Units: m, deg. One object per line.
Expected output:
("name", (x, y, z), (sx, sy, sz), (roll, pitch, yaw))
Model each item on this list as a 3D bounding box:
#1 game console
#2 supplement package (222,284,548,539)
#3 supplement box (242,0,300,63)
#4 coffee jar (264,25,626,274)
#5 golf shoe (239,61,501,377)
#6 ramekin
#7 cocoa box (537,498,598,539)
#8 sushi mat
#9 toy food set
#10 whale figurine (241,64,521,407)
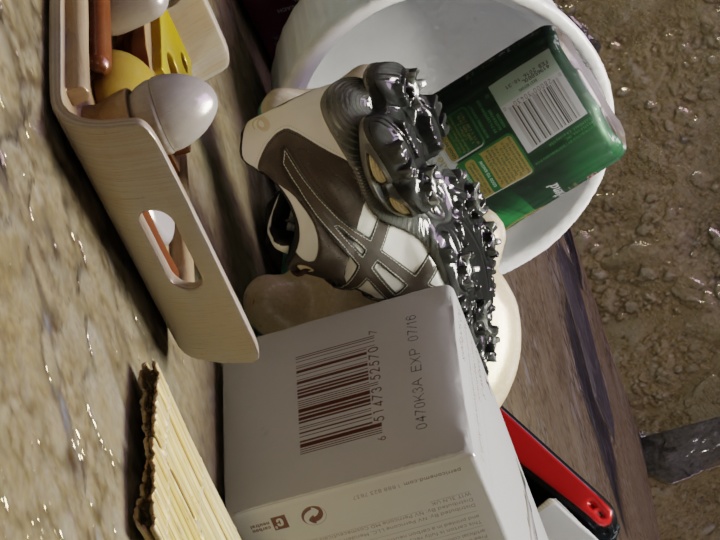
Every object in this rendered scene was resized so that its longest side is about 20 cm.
("game console", (0.085, 0.132, 1.467), (0.177, 0.031, 0.200), (37, -20, 23))
("supplement package", (0.021, 0.128, 1.167), (0.117, 0.117, 0.201), (-96, 168, -50))
("supplement box", (-0.016, -0.167, 1.554), (0.200, 0.085, 0.111), (63, 13, -50))
("coffee jar", (0.044, -0.049, 1.362), (0.086, 0.199, 0.104), (59, 10, -1))
("golf shoe", (0.009, -0.019, 1.175), (0.200, 0.094, 0.078), (64, 24, -44))
("ramekin", (0.040, -0.098, 1.453), (0.098, 0.200, 0.201), (-108, 177, -57))
("cocoa box", (0.123, 0.248, 1.318), (0.200, 0.131, 0.134), (42, -18, 45))
("sushi mat", (-0.053, 0.138, 1.021), (0.096, 0.012, 0.201), (-92, 163, -52))
("toy food set", (-0.080, -0.077, 1.074), (0.201, 0.060, 0.144), (-96, 167, -45))
("whale figurine", (0.000, 0.000, 1.279), (0.104, 0.159, 0.201), (-19, -89, 61))
